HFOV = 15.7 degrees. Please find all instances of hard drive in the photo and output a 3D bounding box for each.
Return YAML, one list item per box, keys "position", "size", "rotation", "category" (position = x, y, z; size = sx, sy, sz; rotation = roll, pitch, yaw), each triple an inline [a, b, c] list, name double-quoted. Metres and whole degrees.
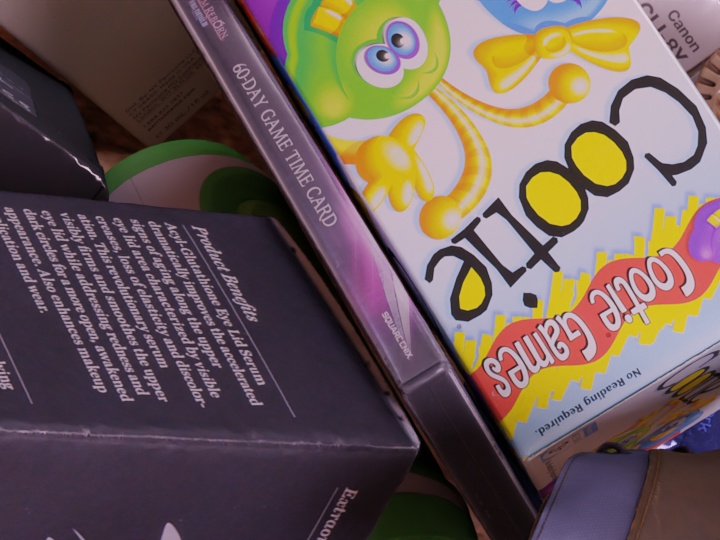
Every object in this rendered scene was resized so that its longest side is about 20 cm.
- position: [-0.155, -0.074, 0.899]
  size: [0.140, 0.033, 0.200]
  rotation: [36, 5, -15]
  category: "hard drive"

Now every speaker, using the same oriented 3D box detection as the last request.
- position: [-0.032, 0.044, 0.866]
  size: [0.088, 0.088, 0.200]
  rotation: [6, 36, -34]
  category: "speaker"

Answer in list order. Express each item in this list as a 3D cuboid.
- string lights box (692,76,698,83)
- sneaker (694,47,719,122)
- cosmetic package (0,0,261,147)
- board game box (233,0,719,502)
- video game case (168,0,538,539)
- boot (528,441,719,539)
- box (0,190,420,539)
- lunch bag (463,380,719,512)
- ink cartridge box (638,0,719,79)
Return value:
- position: [0.167, -0.022, 1.074]
  size: [0.200, 0.059, 0.103]
  rotation: [48, 17, -17]
  category: "string lights box"
- position: [0.211, -0.021, 0.851]
  size: [0.200, 0.071, 0.112]
  rotation: [22, -2, 18]
  category: "sneaker"
- position: [-0.124, -0.136, 0.989]
  size: [0.105, 0.071, 0.200]
  rotation: [50, 4, 30]
  category: "cosmetic package"
- position: [0.046, -0.042, 0.814]
  size: [0.200, 0.103, 0.105]
  rotation: [58, 0, 16]
  category: "board game box"
- position: [0.000, 0.000, 0.810]
  size: [0.200, 0.019, 0.143]
  rotation: [60, 1, 38]
  category: "video game case"
- position: [0.091, 0.060, 0.684]
  size: [0.097, 0.075, 0.200]
  rotation: [25, 25, -1]
  category: "boot"
- position: [-0.110, 0.064, 0.707]
  size: [0.200, 0.148, 0.104]
  rotation: [6, 36, -36]
  category: "box"
- position: [0.138, 0.054, 0.950]
  size: [0.200, 0.132, 0.136]
  rotation: [15, 14, -25]
  category: "lunch bag"
- position: [0.051, -0.134, 0.993]
  size: [0.145, 0.083, 0.200]
  rotation: [51, 3, -14]
  category: "ink cartridge box"
